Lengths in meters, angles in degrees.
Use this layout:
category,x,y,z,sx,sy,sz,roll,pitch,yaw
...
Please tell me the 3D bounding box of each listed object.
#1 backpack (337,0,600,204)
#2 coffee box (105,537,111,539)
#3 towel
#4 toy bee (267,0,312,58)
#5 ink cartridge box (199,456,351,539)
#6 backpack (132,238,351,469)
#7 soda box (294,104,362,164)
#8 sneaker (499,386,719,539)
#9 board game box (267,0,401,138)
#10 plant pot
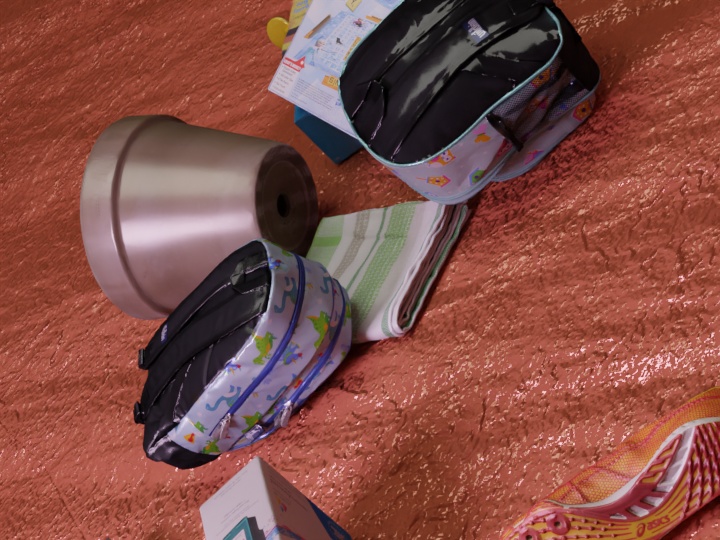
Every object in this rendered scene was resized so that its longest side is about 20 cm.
category,x,y,z,sx,sy,sz,roll,pitch,yaw
backpack,0.089,-0.159,1.763,0.199,0.153,0.176,-38,56,5
coffee box,-0.203,0.311,1.718,0.123,0.044,0.200,-50,28,-5
towel,0.000,0.000,1.842,0.199,0.031,0.150,-7,48,51
toy bee,-0.049,-0.278,2.158,0.130,0.109,0.201,-33,33,26
ink cartridge box,-0.047,0.243,1.514,0.067,0.116,0.200,-40,30,11
backpack,-0.099,0.063,1.793,0.164,0.152,0.201,-91,23,-48
soda box,0.030,-0.193,2.001,0.199,0.068,0.064,-34,31,23
sneaker,0.181,0.153,1.386,0.199,0.073,0.077,-32,10,19
board game box,0.032,-0.217,1.926,0.199,0.041,0.201,32,96,36
plant pot,-0.142,-0.057,1.968,0.172,0.201,0.201,-4,48,31
